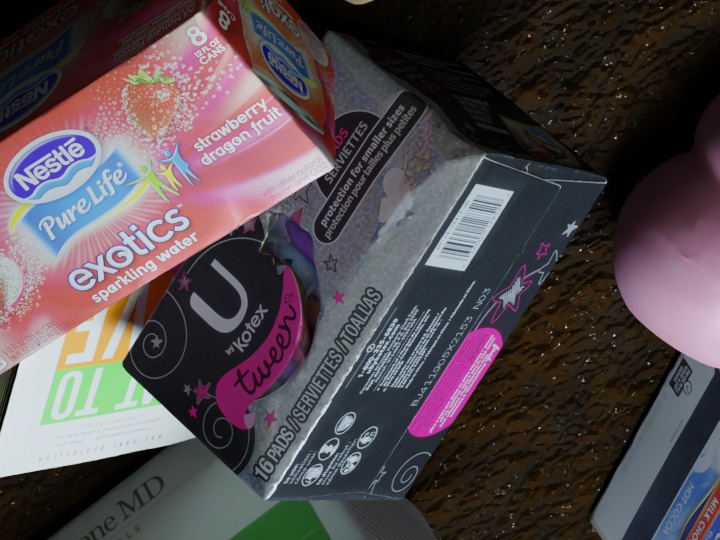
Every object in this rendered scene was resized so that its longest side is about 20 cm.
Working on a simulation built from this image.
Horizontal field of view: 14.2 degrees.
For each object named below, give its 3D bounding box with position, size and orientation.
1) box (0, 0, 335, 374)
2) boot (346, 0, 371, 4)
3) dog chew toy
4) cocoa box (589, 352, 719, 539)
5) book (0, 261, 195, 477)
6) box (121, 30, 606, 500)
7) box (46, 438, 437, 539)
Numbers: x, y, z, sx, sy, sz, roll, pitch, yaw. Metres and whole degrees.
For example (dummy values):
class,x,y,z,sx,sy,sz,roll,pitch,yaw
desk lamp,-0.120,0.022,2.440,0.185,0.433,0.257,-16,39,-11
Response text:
class,x,y,z,sx,sy,sz,roll,pitch,yaw
box,-0.117,-0.054,1.268,0.200,0.096,0.100,-30,120,19
boot,-0.019,-0.211,1.243,0.155,0.077,0.200,4,130,-35
dog chew toy,0.223,-0.048,1.544,0.124,0.125,0.200,18,110,-44
cocoa box,0.254,0.121,1.718,0.133,0.131,0.200,0,130,-34
book,-0.114,0.006,1.429,0.133,0.048,0.201,-6,132,-34
box,0.000,0.000,1.402,0.132,0.115,0.200,7,118,-58
box,-0.050,0.207,1.571,0.199,0.172,0.200,-38,140,6
